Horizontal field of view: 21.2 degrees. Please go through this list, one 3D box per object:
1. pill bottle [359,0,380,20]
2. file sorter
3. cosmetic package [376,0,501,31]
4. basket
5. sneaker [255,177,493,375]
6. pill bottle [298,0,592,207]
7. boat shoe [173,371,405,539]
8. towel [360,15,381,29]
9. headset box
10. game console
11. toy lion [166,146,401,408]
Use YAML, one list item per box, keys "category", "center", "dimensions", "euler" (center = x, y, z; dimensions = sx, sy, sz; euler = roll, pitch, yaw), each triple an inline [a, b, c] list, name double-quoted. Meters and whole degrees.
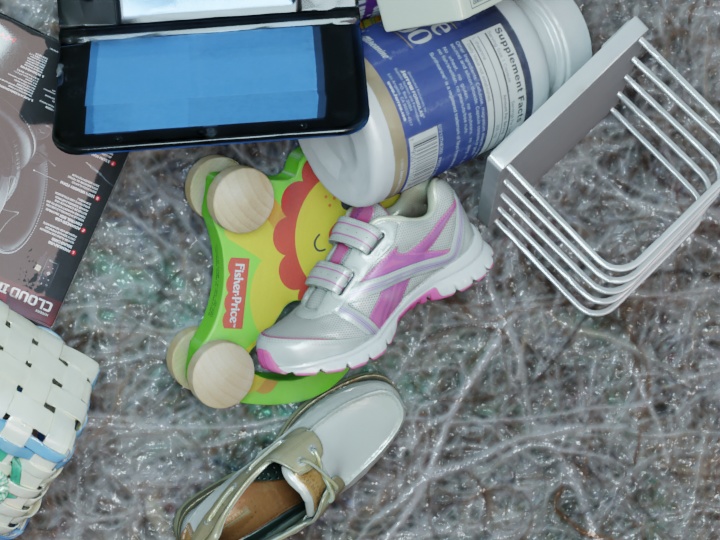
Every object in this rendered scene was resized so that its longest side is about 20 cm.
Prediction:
- category: "pill bottle"
  center: [-0.035, -0.220, 1.325]
  dimensions: [0.198, 0.111, 0.113]
  euler: [-18, 104, -13]
- category: "file sorter"
  center: [0.176, -0.062, 1.352]
  dimensions: [0.139, 0.200, 0.125]
  euler: [-44, 82, -6]
- category: "cosmetic package"
  center: [0.043, -0.265, 1.225]
  dimensions: [0.105, 0.071, 0.202]
  euler: [-29, 109, -43]
- category: "basket"
  center: [-0.285, 0.105, 1.290]
  dimensions: [0.176, 0.200, 0.140]
  euler: [33, 45, -20]
- category: "sneaker"
  center: [0.000, 0.000, 1.346]
  dimensions: [0.199, 0.081, 0.089]
  euler: [-36, 116, -29]
- category: "pill bottle"
  center: [0.059, -0.130, 1.321]
  dimensions: [0.199, 0.111, 0.112]
  euler: [-26, 106, -26]
- category: "boat shoe"
  center: [-0.044, 0.154, 1.411]
  dimensions: [0.200, 0.068, 0.075]
  euler: [-39, 108, -7]
- category: "towel"
  center: [0.047, -0.156, 1.386]
  dimensions: [0.199, 0.018, 0.087]
  euler: [-27, 107, -26]
- category: "headset box"
  center: [-0.248, -0.066, 1.307]
  dimensions: [0.148, 0.077, 0.202]
  euler: [23, 93, -18]
- category: "game console"
  center: [-0.098, -0.173, 1.208]
  dimensions: [0.198, 0.118, 0.173]
  euler: [-4, 103, -2]
- category: "toy lion"
  center: [-0.034, -0.002, 1.396]
  dimensions: [0.190, 0.069, 0.202]
  euler: [4, 99, -25]
